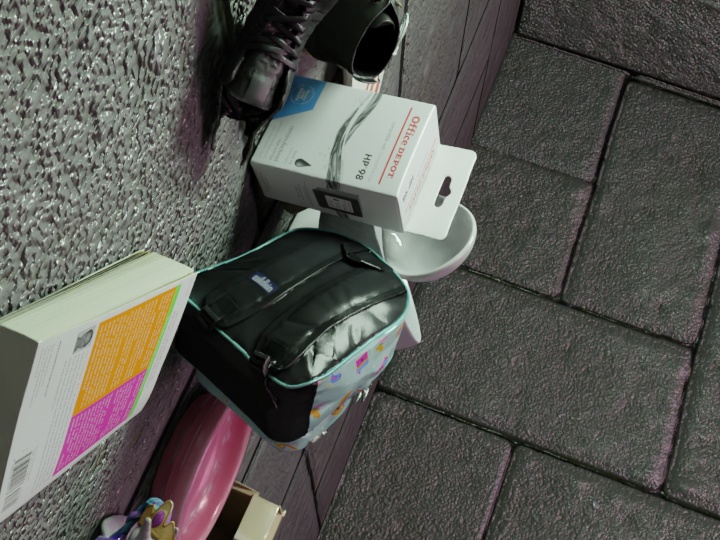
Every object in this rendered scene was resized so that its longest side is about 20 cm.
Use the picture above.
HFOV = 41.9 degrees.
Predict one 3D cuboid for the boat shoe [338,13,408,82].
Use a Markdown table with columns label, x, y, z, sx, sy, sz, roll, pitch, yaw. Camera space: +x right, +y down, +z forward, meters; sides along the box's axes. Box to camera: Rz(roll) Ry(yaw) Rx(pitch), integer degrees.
| label | x | y | z | sx | sy | sz | roll | pitch | yaw |
| --- | --- | --- | --- | --- | --- | --- | --- | --- | --- |
| boat shoe | 0.010 | -0.241 | 0.951 | 0.075 | 0.061 | 0.201 | -52 | -157 | 20 |

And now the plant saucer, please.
| label | x | y | z | sx | sy | sz | roll | pitch | yaw |
| --- | --- | --- | --- | --- | --- | --- | --- | --- | --- |
| plant saucer | -0.177 | 0.216 | 1.034 | 0.200 | 0.050 | 0.203 | 19 | 90 | -82 |

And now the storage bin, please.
| label | x | y | z | sx | sy | sz | roll | pitch | yaw |
| --- | --- | --- | --- | --- | --- | --- | --- | --- | --- |
| storage bin | -0.181 | 0.386 | 1.156 | 0.199 | 0.093 | 0.201 | 111 | 3 | -58 |

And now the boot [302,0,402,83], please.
| label | x | y | z | sx | sy | sz | roll | pitch | yaw |
| --- | --- | --- | --- | --- | --- | --- | --- | --- | --- |
| boot | 0.010 | -0.271 | 0.822 | 0.138 | 0.077 | 0.202 | 46 | -53 | 52 |

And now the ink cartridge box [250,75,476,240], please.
| label | x | y | z | sx | sy | sz | roll | pitch | yaw |
| --- | --- | --- | --- | --- | --- | --- | --- | --- | --- |
| ink cartridge box | 0.006 | -0.114 | 0.939 | 0.067 | 0.198 | 0.117 | 73 | 36 | -59 |

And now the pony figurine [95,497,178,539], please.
| label | x | y | z | sx | sy | sz | roll | pitch | yaw |
| --- | --- | --- | --- | --- | --- | --- | --- | --- | --- |
| pony figurine | -0.201 | 0.293 | 0.804 | 0.201 | 0.166 | 0.193 | -52 | 160 | -13 |

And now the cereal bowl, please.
| label | x | y | z | sx | sy | sz | roll | pitch | yaw |
| --- | --- | --- | --- | --- | --- | --- | --- | --- | --- |
| cereal bowl | 0.000 | 0.000 | 1.065 | 0.200 | 0.082 | 0.202 | -18 | 90 | -84 |

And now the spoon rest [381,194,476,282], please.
| label | x | y | z | sx | sy | sz | roll | pitch | yaw |
| --- | --- | --- | --- | --- | --- | --- | --- | --- | --- |
| spoon rest | 0.054 | -0.051 | 0.979 | 0.099 | 0.061 | 0.200 | -35 | -149 | 0 |

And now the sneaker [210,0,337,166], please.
| label | x | y | z | sx | sy | sz | roll | pitch | yaw |
| --- | --- | --- | --- | --- | --- | --- | --- | --- | --- |
| sneaker | -0.067 | -0.168 | 0.722 | 0.200 | 0.059 | 0.105 | -37 | -144 | 61 |

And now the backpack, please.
| label | x | y | z | sx | sy | sz | roll | pitch | yaw |
| --- | --- | --- | --- | --- | --- | --- | --- | --- | --- |
| backpack | -0.056 | 0.057 | 0.895 | 0.199 | 0.175 | 0.154 | -37 | 149 | -34 |

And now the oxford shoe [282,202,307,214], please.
| label | x | y | z | sx | sy | sz | roll | pitch | yaw |
| --- | --- | --- | --- | --- | --- | --- | --- | --- | --- |
| oxford shoe | -0.049 | -0.131 | 1.098 | 0.074 | 0.071 | 0.200 | -43 | -171 | 28 |

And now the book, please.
| label | x | y | z | sx | sy | sz | roll | pitch | yaw |
| --- | --- | --- | --- | --- | --- | --- | --- | --- | --- |
| book | -0.191 | 0.074 | 0.648 | 0.200 | 0.048 | 0.135 | -42 | 152 | -71 |

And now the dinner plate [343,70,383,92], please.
| label | x | y | z | sx | sy | sz | roll | pitch | yaw |
| --- | --- | --- | --- | --- | --- | --- | --- | --- | --- |
| dinner plate | 0.007 | -0.276 | 1.153 | 0.200 | 0.024 | 0.203 | 13 | 90 | -80 |

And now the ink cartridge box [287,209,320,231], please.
| label | x | y | z | sx | sy | sz | roll | pitch | yaw |
| --- | --- | --- | --- | --- | --- | --- | --- | --- | --- |
| ink cartridge box | -0.063 | 0.013 | 1.199 | 0.147 | 0.083 | 0.201 | 97 | 16 | -54 |
